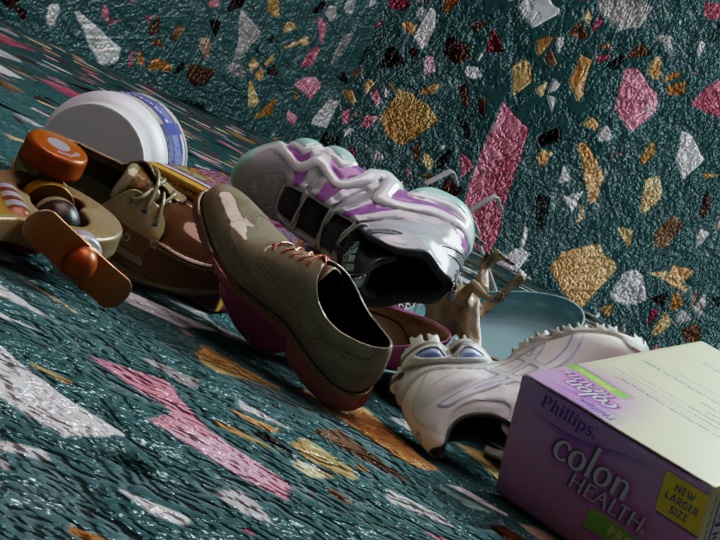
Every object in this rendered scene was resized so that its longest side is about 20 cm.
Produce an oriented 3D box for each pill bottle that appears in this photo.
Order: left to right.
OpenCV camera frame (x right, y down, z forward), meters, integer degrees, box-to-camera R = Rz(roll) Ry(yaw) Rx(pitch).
[{"bbox_3d":[-0.220,-0.100,1.614,0.115,0.116,0.200,26,6,-1],"label":"pill bottle"}]

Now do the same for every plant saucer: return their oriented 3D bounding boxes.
[{"bbox_3d":[0.091,0.062,1.542,0.199,0.028,0.200,-8,16,2],"label":"plant saucer"}]

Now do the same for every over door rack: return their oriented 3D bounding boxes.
[{"bbox_3d":[0.100,0.012,1.828,0.066,0.201,0.148,-14,18,-13],"label":"over door rack"}]

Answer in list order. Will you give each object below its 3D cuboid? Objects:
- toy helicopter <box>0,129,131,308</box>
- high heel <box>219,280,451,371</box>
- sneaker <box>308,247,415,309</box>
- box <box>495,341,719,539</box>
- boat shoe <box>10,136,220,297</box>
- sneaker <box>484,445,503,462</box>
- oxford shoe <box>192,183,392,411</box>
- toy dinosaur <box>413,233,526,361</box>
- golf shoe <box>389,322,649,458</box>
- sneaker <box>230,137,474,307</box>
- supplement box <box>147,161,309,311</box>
[{"bbox_3d":[-0.232,-0.028,1.222,0.132,0.079,0.200,39,21,23],"label":"toy helicopter"},{"bbox_3d":[-0.019,0.035,1.400,0.096,0.068,0.200,-17,-33,31],"label":"high heel"},{"bbox_3d":[-0.008,0.027,1.667,0.070,0.076,0.200,-23,67,-42],"label":"sneaker"},{"bbox_3d":[0.231,0.138,1.284,0.199,0.097,0.176,-6,27,-41],"label":"box"},{"bbox_3d":[-0.177,-0.045,1.395,0.199,0.074,0.076,21,45,0],"label":"boat shoe"},{"bbox_3d":[0.156,0.123,1.492,0.070,0.081,0.200,26,4,11],"label":"sneaker"},{"bbox_3d":[-0.044,0.003,1.322,0.200,0.075,0.070,49,41,14],"label":"oxford shoe"},{"bbox_3d":[0.076,0.020,1.494,0.058,0.101,0.200,35,5,-22],"label":"toy dinosaur"},{"bbox_3d":[0.124,0.097,1.346,0.199,0.078,0.098,-6,52,-11],"label":"golf shoe"},{"bbox_3d":[-0.013,-0.027,1.404,0.199,0.078,0.140,14,34,1],"label":"sneaker"},{"bbox_3d":[-0.122,-0.028,1.545,0.110,0.086,0.200,28,6,12],"label":"supplement box"}]
